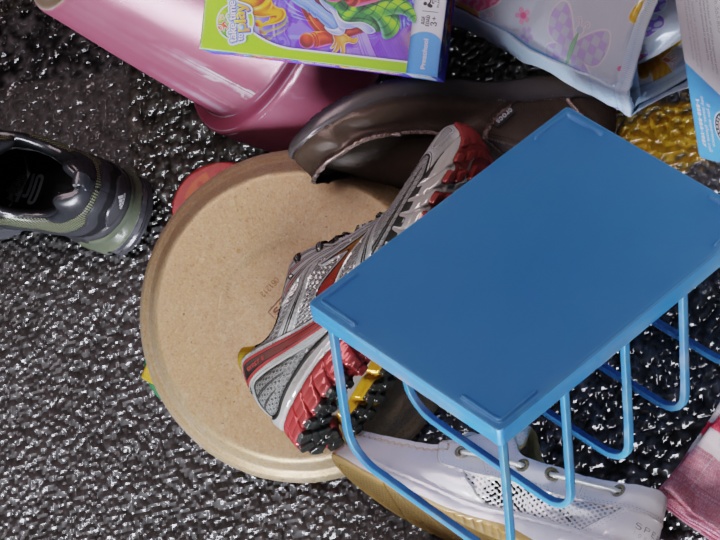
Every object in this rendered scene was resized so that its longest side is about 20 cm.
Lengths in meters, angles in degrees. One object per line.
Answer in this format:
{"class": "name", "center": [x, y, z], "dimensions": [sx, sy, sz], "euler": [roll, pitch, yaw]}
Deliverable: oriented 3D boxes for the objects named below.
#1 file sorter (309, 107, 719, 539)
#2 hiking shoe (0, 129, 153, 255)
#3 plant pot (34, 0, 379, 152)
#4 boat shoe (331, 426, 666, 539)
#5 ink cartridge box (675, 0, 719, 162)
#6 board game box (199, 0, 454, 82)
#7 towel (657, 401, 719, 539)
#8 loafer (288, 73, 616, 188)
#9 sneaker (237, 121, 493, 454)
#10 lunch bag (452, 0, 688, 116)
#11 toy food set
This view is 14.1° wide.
{"class": "file sorter", "center": [0.096, 0.036, 1.556], "dimensions": [0.200, 0.123, 0.139], "euler": [-37, 52, -27]}
{"class": "hiking shoe", "center": [-0.231, -0.062, 1.825], "dimensions": [0.199, 0.101, 0.076], "euler": [5, 71, 29]}
{"class": "plant pot", "center": [-0.089, -0.186, 1.713], "dimensions": [0.200, 0.179, 0.201], "euler": [-41, 41, 48]}
{"class": "boat shoe", "center": [0.080, 0.119, 1.612], "dimensions": [0.199, 0.071, 0.069], "euler": [18, 74, 27]}
{"class": "ink cartridge box", "center": [0.261, -0.105, 1.531], "dimensions": [0.068, 0.116, 0.200], "euler": [-26, 27, -30]}
{"class": "board game box", "center": [-0.009, -0.212, 1.598], "dimensions": [0.134, 0.045, 0.201], "euler": [7, 91, 7]}
{"class": "towel", "center": [0.267, 0.077, 1.557], "dimensions": [0.144, 0.023, 0.200], "euler": [31, 86, 33]}
{"class": "loafer", "center": [0.059, -0.069, 1.650], "dimensions": [0.199, 0.073, 0.071], "euler": [-7, 73, -15]}
{"class": "sneaker", "center": [0.000, 0.000, 1.609], "dimensions": [0.082, 0.078, 0.200], "euler": [39, 98, 28]}
{"class": "lunch bag", "center": [0.150, -0.196, 1.671], "dimensions": [0.169, 0.127, 0.200], "euler": [29, 73, 33]}
{"class": "toy food set", "center": [-0.034, 0.022, 1.691], "dimensions": [0.198, 0.049, 0.200], "euler": [27, 93, 9]}
